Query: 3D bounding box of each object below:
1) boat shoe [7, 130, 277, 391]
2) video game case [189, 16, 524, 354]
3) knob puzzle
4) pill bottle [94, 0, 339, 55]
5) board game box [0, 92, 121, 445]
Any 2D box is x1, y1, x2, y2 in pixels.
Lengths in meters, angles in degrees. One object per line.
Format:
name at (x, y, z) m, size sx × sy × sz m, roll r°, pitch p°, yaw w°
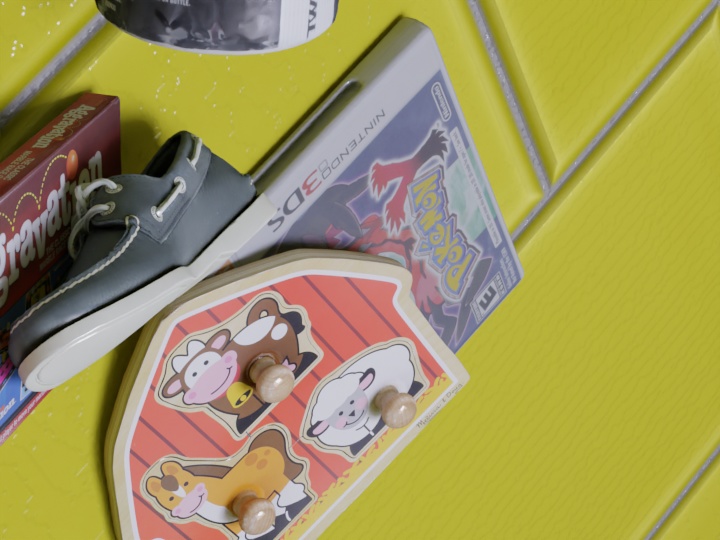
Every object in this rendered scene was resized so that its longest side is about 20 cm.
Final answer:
boat shoe at (-0.101, -0.008, 0.990) m, size 0.073 × 0.062 × 0.200 m, roll -37°, pitch -178°, yaw 29°
video game case at (0.000, 0.000, 1.209) m, size 0.182 × 0.023 × 0.200 m, roll -47°, pitch 141°, yaw -19°
knob puzzle at (-0.043, 0.073, 1.163) m, size 0.219 × 0.030 × 0.221 m, roll -22°, pitch 133°, yaw -25°
pill bottle at (-0.054, -0.198, 0.953) m, size 0.106 × 0.106 × 0.201 m, roll -22°, pitch 128°, yaw -41°
board game box at (-0.140, 0.006, 0.963) m, size 0.200 × 0.019 × 0.104 m, roll -55°, pitch 148°, yaw -63°
